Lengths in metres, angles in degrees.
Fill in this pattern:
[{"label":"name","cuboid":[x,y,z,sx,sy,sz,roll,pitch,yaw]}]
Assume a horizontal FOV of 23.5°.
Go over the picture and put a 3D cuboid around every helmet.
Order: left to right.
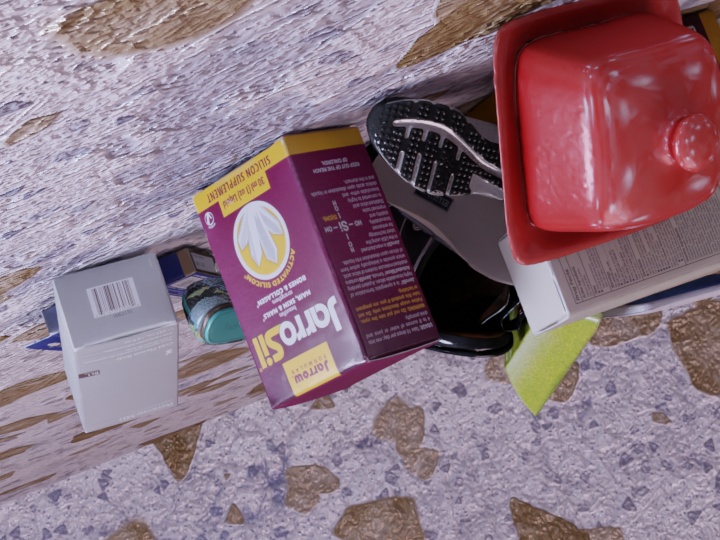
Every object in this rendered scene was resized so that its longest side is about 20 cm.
[{"label":"helmet","cuboid":[0.081,-0.016,1.737,0.189,0.202,0.200,12,166,-7]}]

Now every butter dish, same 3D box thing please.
[{"label":"butter dish","cuboid":[0.217,-0.109,1.344,0.199,0.201,0.147,-17,-161,-30]}]

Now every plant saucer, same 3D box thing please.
[{"label":"plant saucer","cuboid":[0.193,0.014,1.766,0.047,0.201,0.200,13,145,-9]}]

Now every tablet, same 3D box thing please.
[{"label":"tablet","cuboid":[0.324,0.024,1.757,0.199,0.014,0.130,-12,-178,-30]}]

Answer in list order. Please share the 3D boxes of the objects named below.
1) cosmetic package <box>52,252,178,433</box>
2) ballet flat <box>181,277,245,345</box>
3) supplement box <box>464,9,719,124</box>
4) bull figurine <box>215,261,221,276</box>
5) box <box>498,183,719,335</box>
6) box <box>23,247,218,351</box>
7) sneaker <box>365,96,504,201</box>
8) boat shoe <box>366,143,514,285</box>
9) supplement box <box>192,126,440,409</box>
[{"label":"cosmetic package","cuboid":[-0.236,0.073,1.683,0.106,0.091,0.201,-16,152,-12]},{"label":"ballet flat","cuboid":[-0.089,0.031,1.674,0.199,0.075,0.074,3,157,-44]},{"label":"supplement box","cuboid":[0.225,-0.125,1.601,0.199,0.134,0.197,-17,171,-30]},{"label":"bull figurine","cuboid":[-0.074,-0.034,1.670,0.120,0.066,0.200,-16,168,14]},{"label":"box","cuboid":[0.229,-0.022,1.482,0.198,0.096,0.078,-16,171,-21]},{"label":"box","cuboid":[-0.242,0.032,1.768,0.199,0.033,0.121,-24,171,10]},{"label":"sneaker","cuboid":[0.083,-0.099,1.471,0.199,0.074,0.080,19,-171,-31]},{"label":"boat shoe","cuboid":[0.094,-0.057,1.587,0.075,0.199,0.093,-56,171,10]},{"label":"supplement box","cuboid":[-0.039,-0.003,1.463,0.130,0.201,0.103,-29,170,40]}]
